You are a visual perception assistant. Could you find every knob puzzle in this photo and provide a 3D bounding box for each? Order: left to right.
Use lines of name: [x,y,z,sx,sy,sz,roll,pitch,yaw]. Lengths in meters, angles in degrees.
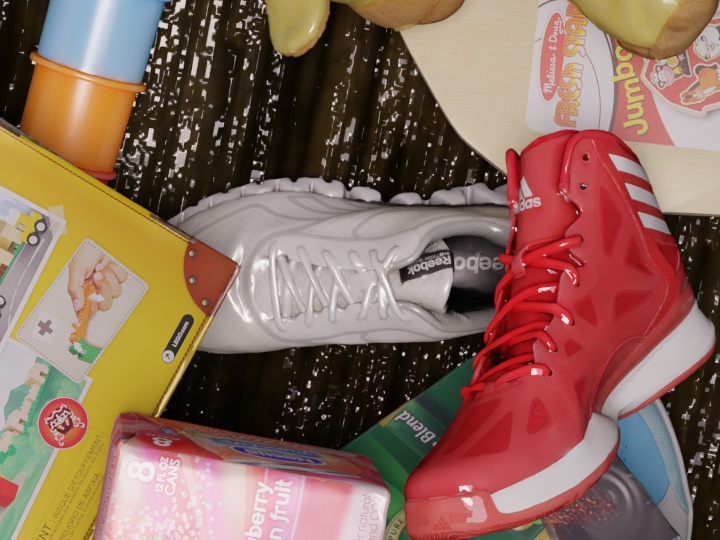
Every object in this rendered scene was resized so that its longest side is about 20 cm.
knob puzzle: [0.107,-0.116,1.080,0.218,0.030,0.222,0,87,2]

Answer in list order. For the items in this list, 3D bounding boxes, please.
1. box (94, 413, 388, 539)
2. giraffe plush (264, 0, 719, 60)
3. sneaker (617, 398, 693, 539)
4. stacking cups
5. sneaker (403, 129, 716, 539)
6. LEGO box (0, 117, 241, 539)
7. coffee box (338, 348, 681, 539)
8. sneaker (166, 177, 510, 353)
box: [-0.059,0.162,0.924,0.102,0.095,0.202,11,92,-4]
giraffe plush: [0.030,-0.154,1.003,0.162,0.173,0.200,-30,113,24]
sneaker: [0.113,0.144,1.071,0.079,0.131,0.202,-3,98,-4]
stacking cups: [-0.103,-0.101,1.050,0.060,0.061,0.202,13,99,-8]
sneaker: [0.060,0.016,0.968,0.078,0.200,0.116,-12,105,33]
LEGO box: [-0.163,0.045,0.983,0.148,0.077,0.201,32,82,-19]
coffee box: [0.020,0.128,1.036,0.199,0.044,0.123,-33,63,-4]
sneaker: [0.000,0.000,1.065,0.198,0.081,0.076,-6,101,-3]
